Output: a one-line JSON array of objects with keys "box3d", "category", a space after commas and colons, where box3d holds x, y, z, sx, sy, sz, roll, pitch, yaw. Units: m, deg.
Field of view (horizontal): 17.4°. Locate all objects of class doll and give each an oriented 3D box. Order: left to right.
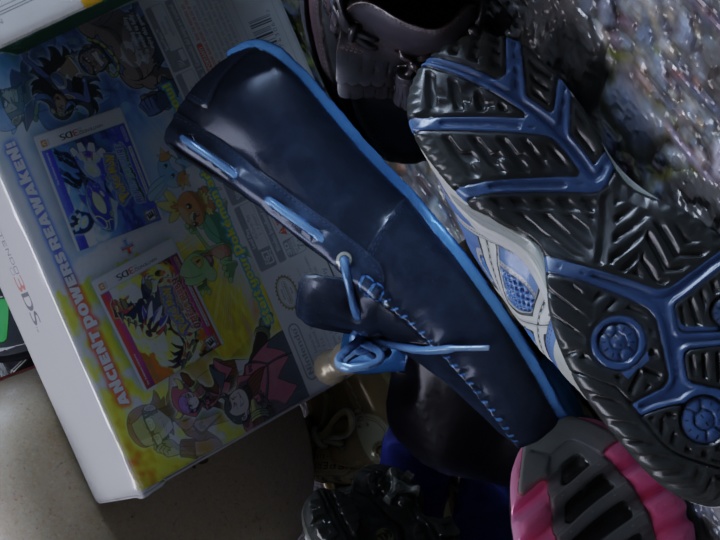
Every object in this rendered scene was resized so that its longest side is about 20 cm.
[{"box3d": [0.041, 0.067, 1.037, 0.136, 0.048, 0.201, 25, 134, 18], "category": "doll"}]

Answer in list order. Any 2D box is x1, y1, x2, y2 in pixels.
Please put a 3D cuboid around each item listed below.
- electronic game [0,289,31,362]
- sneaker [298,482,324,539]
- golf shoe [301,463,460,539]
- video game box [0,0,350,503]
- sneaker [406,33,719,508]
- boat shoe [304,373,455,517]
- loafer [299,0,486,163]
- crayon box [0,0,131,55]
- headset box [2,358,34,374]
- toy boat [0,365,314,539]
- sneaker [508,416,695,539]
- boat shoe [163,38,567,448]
[{"box3d": [-0.164, -0.052, 1.155, 0.200, 0.200, 0.042, 48, -172, 33], "category": "electronic game"}, {"box3d": [-0.055, 0.147, 1.330, 0.200, 0.077, 0.112, -126, 19, -49], "category": "sneaker"}, {"box3d": [0.033, 0.184, 1.016, 0.201, 0.077, 0.095, 64, 153, 28], "category": "golf shoe"}, {"box3d": [-0.081, -0.023, 1.059, 0.047, 0.182, 0.201, -18, 96, 49], "category": "video game box"}, {"box3d": [0.092, 0.001, 0.883, 0.201, 0.075, 0.077, 58, 177, 17], "category": "sneaker"}, {"box3d": [0.007, 0.113, 1.161, 0.201, 0.062, 0.073, 66, 157, -2], "category": "boat shoe"}, {"box3d": [0.015, -0.116, 0.892, 0.063, 0.071, 0.201, -105, 11, -50], "category": "loafer"}, {"box3d": [-0.079, -0.183, 0.927, 0.052, 0.199, 0.126, -56, -58, -86], "category": "crayon box"}, {"box3d": [-0.151, 0.002, 1.260, 0.200, 0.093, 0.174, 47, -178, 34], "category": "headset box"}, {"box3d": [-0.121, 0.103, 1.109, 0.130, 0.199, 0.131, -20, 90, 50], "category": "toy boat"}, {"box3d": [0.116, 0.157, 0.981, 0.201, 0.079, 0.095, 64, 172, 7], "category": "sneaker"}, {"box3d": [0.000, 0.000, 0.943, 0.200, 0.069, 0.084, 48, 175, 18], "category": "boat shoe"}]
